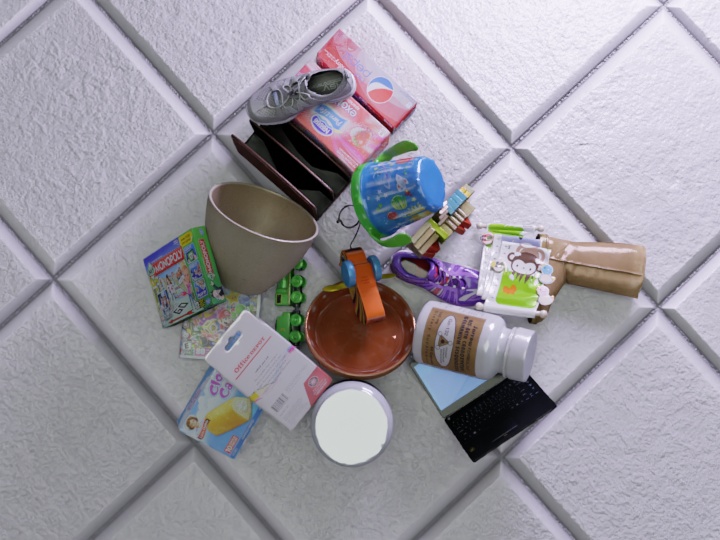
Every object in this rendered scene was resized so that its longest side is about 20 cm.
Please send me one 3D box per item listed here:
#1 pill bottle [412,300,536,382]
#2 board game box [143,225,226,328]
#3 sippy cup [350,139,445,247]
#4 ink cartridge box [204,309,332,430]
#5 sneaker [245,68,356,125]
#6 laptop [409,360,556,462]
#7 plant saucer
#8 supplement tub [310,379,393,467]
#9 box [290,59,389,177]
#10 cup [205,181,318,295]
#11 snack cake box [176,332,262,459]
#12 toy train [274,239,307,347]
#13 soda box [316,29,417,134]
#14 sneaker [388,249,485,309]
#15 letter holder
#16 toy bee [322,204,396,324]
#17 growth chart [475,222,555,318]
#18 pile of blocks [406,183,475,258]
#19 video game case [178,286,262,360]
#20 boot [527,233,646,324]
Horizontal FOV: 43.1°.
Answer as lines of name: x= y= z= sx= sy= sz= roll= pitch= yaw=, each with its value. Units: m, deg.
pill bottle: x=0.200 y=0.128 z=1.591 sx=0.198 sy=0.114 sz=0.116 roll=12 pitch=85 yaw=22
board game box: x=-0.312 y=0.015 z=1.601 sx=0.029 sy=0.199 sz=0.136 roll=-14 pitch=84 yaw=-40
sippy cup: x=0.072 y=-0.135 z=1.581 sx=0.129 sy=0.139 sz=0.180 roll=-14 pitch=92 yaw=34
ink cartridge box: x=-0.162 y=0.165 z=1.561 sx=0.200 sy=0.067 sz=0.117 roll=42 pitch=84 yaw=-16
sneaker: x=-0.106 y=-0.313 z=1.576 sx=0.198 sy=0.082 sz=0.075 roll=-21 pitch=85 yaw=-1
laptop: x=0.214 y=0.204 z=1.619 sx=0.176 sy=0.200 sz=0.104 roll=-33 pitch=123 yaw=-2
plant saucer: x=-0.001 y=0.106 z=1.626 sx=0.198 sy=0.032 sz=0.202 roll=2 pitch=56 yaw=-3
supplement tub: x=-0.014 y=0.260 z=1.567 sx=0.139 sy=0.200 sz=0.142 roll=0 pitch=86 yaw=0
box: x=-0.051 y=-0.271 z=1.661 sx=0.200 sy=0.095 sz=0.103 roll=44 pitch=88 yaw=3
cup: x=-0.189 y=-0.043 z=1.594 sx=0.199 sy=0.200 sz=0.144 roll=24 pitch=114 yaw=2
snack cake box: x=-0.226 y=0.215 z=1.620 sx=0.114 sy=0.067 sz=0.201 roll=30 pitch=89 yaw=-16
toy train: x=-0.129 y=0.039 z=1.666 sx=0.056 sy=0.042 sz=0.202 roll=0 pitch=85 yaw=11
soda box: x=0.011 y=-0.347 z=1.684 sx=0.200 sy=0.063 sz=0.070 roll=43 pitch=87 yaw=3
sneaker: x=0.145 y=0.017 z=1.645 sx=0.198 sy=0.083 sz=0.081 roll=15 pitch=86 yaw=1
letter holder: x=-0.123 y=-0.199 z=1.632 sx=0.200 sy=0.142 sz=0.101 roll=41 pitch=87 yaw=3
toy bee: x=0.000 y=0.000 z=1.633 sx=0.130 sy=0.109 sz=0.202 roll=10 pitch=77 yaw=-13
growth chart: x=0.273 y=-0.003 z=1.619 sx=0.143 sy=0.018 sz=0.202 roll=-2 pitch=58 yaw=15
pile of blocks: x=0.162 y=-0.087 z=1.627 sx=0.062 sy=0.082 sz=0.200 roll=42 pitch=58 yaw=4
video game case: x=-0.253 y=0.065 z=1.674 sx=0.142 sy=0.018 sz=0.202 roll=4 pitch=85 yaw=1
boot: x=0.409 y=0.024 z=1.652 sx=0.198 sy=0.066 sz=0.177 roll=10 pitch=84 yaw=0
